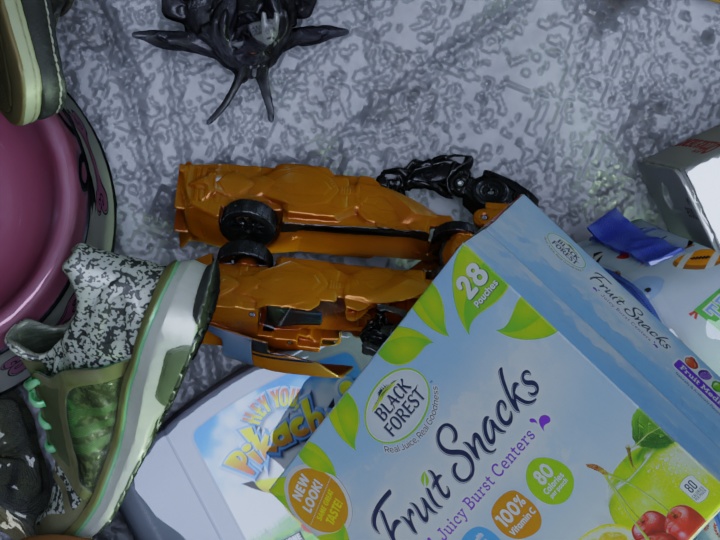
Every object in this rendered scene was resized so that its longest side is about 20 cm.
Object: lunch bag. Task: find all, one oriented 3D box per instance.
[{"bbox_3d":[0.157,0.052,1.440,0.075,0.200,0.160,-26,101,-8],"label":"lunch bag"}]

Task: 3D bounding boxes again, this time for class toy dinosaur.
[{"bbox_3d":[-0.196,0.118,1.503,0.088,0.047,0.200,-24,97,-8],"label":"toy dinosaur"}]

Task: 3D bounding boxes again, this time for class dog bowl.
[{"bbox_3d":[-0.225,-0.031,1.459,0.200,0.074,0.201,0,80,-3],"label":"dog bowl"}]

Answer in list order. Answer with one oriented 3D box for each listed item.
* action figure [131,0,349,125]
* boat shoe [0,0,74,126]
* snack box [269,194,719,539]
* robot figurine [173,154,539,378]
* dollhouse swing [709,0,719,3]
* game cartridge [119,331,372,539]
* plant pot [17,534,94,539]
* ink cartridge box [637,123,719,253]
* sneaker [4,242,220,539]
[{"bbox_3d":[-0.058,-0.176,1.466,0.119,0.102,0.200,-4,92,-14],"label":"action figure"},{"bbox_3d":[-0.167,-0.160,1.437,0.066,0.072,0.201,-5,53,-20],"label":"boat shoe"},{"bbox_3d":[0.074,0.092,1.362,0.169,0.068,0.200,44,129,7],"label":"snack box"},{"bbox_3d":[0.000,0.000,1.475,0.200,0.058,0.145,6,51,1],"label":"robot figurine"},{"bbox_3d":[0.239,-0.256,1.508,0.200,0.176,0.182,12,51,-3],"label":"dollhouse swing"},{"bbox_3d":[-0.025,0.107,1.514,0.200,0.040,0.134,-28,90,-1],"label":"game cartridge"},{"bbox_3d":[-0.149,0.228,1.436,0.200,0.200,0.140,28,52,-4],"label":"plant pot"},{"bbox_3d":[0.255,-0.059,1.463,0.200,0.145,0.084,-25,94,-1],"label":"ink cartridge box"},{"bbox_3d":[-0.137,0.055,1.432,0.089,0.077,0.200,26,126,-2],"label":"sneaker"}]
